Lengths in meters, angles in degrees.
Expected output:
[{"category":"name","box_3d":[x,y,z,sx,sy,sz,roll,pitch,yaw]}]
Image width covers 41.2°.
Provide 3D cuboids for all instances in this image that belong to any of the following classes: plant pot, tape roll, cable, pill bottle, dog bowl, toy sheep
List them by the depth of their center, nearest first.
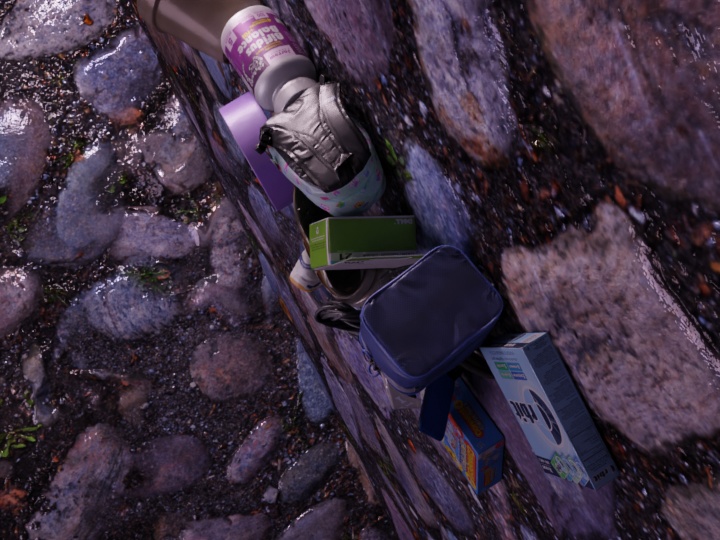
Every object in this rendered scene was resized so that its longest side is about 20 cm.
[{"category":"pill bottle","box_3d":[-0.141,-0.333,1.577,0.201,0.111,0.113,55,167,27]},{"category":"cable","box_3d":[0.003,0.100,1.643,0.162,0.051,0.200,26,175,16]},{"category":"tape roll","box_3d":[-0.167,-0.205,1.652,0.202,0.065,0.200,61,178,3]},{"category":"toy sheep","box_3d":[0.000,0.000,1.670,0.137,0.198,0.140,-10,76,47]},{"category":"plant pot","box_3d":[-0.261,-0.463,1.681,0.173,0.200,0.200,43,166,6]},{"category":"dog bowl","box_3d":[0.065,0.180,1.882,0.200,0.058,0.203,163,90,-87]}]

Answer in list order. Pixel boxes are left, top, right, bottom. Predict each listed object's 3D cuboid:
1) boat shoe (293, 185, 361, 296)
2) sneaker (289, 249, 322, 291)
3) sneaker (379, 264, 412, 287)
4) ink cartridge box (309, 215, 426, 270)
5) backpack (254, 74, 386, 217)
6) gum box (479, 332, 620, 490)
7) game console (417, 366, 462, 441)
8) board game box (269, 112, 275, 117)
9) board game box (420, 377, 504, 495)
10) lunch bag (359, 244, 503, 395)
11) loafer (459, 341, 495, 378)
[{"category":"boat shoe","box_3d":[-0.064,-0.050,1.556,0.202,0.075,0.074,72,160,3]},{"category":"sneaker","box_3d":[-0.057,-0.034,1.852,0.075,0.200,0.089,32,126,10]},{"category":"sneaker","box_3d":[0.097,0.052,1.557,0.200,0.076,0.081,51,174,50]},{"category":"ink cartridge box","box_3d":[0.020,-0.046,1.435,0.200,0.146,0.077,165,102,-70]},{"category":"backpack","box_3d":[-0.046,-0.179,1.477,0.200,0.167,0.127,50,-177,34]},{"category":"gum box","box_3d":[0.245,0.180,1.263,0.202,0.044,0.170,63,168,-1]},{"category":"game console","box_3d":[0.094,0.172,1.576,0.171,0.118,0.200,43,178,21]},{"category":"board game box","box_3d":[-0.152,-0.307,1.772,0.120,0.032,0.202,119,137,-80]},{"category":"board game box","box_3d":[0.182,0.281,1.740,0.197,0.055,0.201,55,167,32]},{"category":"lunch bag","box_3d":[0.088,0.078,1.323,0.136,0.199,0.133,52,169,16]},{"category":"loafer","box_3d":[0.142,0.080,1.413,0.200,0.072,0.073,42,-168,15]}]
